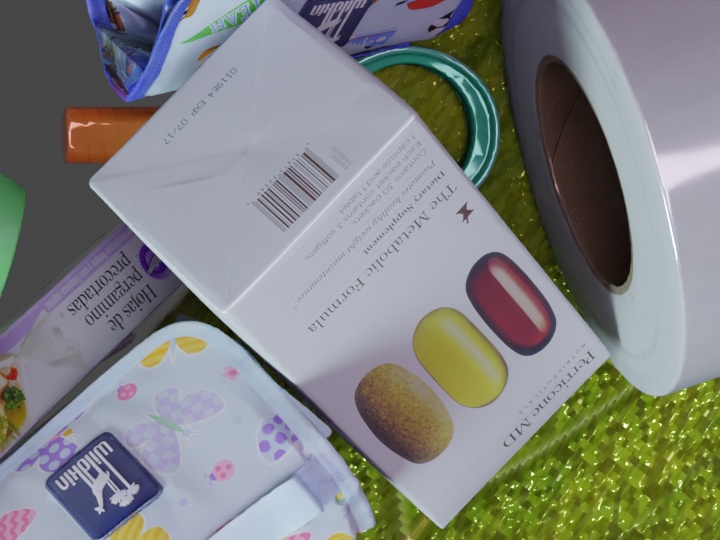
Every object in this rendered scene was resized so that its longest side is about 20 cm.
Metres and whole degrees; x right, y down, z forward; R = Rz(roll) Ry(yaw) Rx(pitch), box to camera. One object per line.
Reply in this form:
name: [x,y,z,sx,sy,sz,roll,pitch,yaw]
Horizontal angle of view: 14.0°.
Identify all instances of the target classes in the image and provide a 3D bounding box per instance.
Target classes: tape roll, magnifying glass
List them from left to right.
magnifying glass: [-0.034,-0.061,1.321,0.199,0.022,0.080,-1,96,-12]
tape roll: [0.160,-0.060,1.274,0.139,0.203,0.203,-17,99,-12]

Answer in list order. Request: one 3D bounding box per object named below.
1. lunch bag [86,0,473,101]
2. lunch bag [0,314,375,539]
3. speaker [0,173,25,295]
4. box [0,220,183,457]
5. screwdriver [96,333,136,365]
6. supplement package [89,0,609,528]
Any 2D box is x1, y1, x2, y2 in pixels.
lunch bag: [-0.028,-0.174,1.243,0.170,0.124,0.201,-13,125,-27]
lunch bag: [-0.094,0.109,1.231,0.169,0.200,0.127,-39,103,-6]
speaker: [-0.247,-0.031,1.240,0.199,0.088,0.089,18,91,-14]
box: [-0.146,0.046,1.238,0.039,0.041,0.200,51,46,-8]
screwdriver: [-0.183,0.084,1.294,0.200,0.028,0.029,-27,72,-6]
supplement package: [0.000,0.000,1.240,0.114,0.110,0.200,-46,138,-2]
